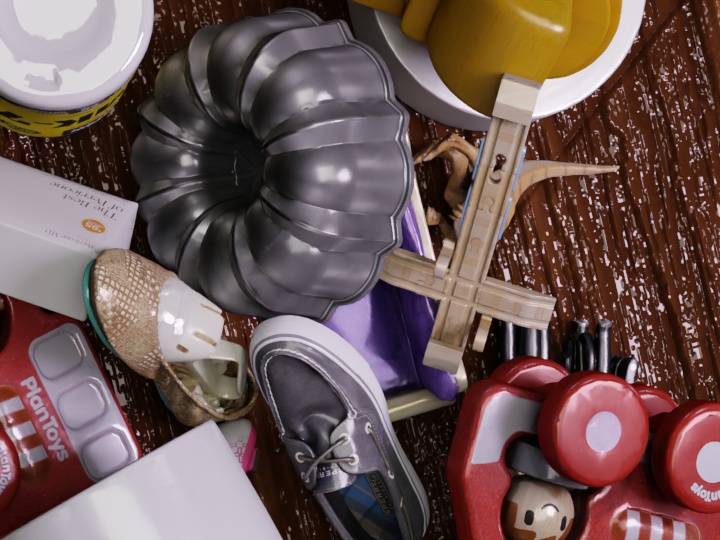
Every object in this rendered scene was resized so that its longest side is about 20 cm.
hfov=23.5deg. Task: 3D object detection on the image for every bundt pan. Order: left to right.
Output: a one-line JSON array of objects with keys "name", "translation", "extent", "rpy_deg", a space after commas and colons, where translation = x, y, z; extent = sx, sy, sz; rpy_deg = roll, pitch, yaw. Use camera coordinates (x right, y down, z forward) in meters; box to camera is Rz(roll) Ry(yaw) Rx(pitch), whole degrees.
[{"name": "bundt pan", "translation": [-0.067, -0.063, 1.076], "extent": [0.075, 0.200, 0.205], "rpy_deg": [-6, 89, -53]}]

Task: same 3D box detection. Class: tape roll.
[{"name": "tape roll", "translation": [0.093, -0.199, 1.181], "extent": [0.200, 0.071, 0.205], "rpy_deg": [0, 88, -12]}]

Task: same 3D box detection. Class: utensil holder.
[{"name": "utensil holder", "translation": [-0.107, 0.213, 1.008], "extent": [0.169, 0.170, 0.201], "rpy_deg": [-29, 87, -12]}]

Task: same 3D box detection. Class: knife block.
[{"name": "knife block", "translation": [0.117, 0.129, 1.180], "extent": [0.200, 0.064, 0.176], "rpy_deg": [-45, 97, -10]}]

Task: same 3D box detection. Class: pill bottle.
[{"name": "pill bottle", "translation": [-0.189, -0.142, 1.049], "extent": [0.113, 0.200, 0.116], "rpy_deg": [0, 88, -12]}]

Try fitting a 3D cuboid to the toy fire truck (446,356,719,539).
[{"name": "toy fire truck", "translation": [0.145, 0.151, 1.080], "extent": [0.198, 0.112, 0.170], "rpy_deg": [15, 88, -21]}]

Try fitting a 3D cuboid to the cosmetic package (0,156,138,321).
[{"name": "cosmetic package", "translation": [-0.244, -0.038, 1.065], "extent": [0.198, 0.083, 0.051], "rpy_deg": [19, 120, 3]}]

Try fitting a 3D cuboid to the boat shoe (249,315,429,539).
[{"name": "boat shoe", "translation": [-0.014, 0.119, 1.089], "extent": [0.069, 0.067, 0.201], "rpy_deg": [-14, 124, 17]}]

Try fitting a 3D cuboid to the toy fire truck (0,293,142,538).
[{"name": "toy fire truck", "translation": [-0.242, 0.070, 1.091], "extent": [0.167, 0.112, 0.202], "rpy_deg": [-27, 93, -38]}]

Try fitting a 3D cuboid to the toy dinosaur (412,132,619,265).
[{"name": "toy dinosaur", "translation": [0.086, -0.049, 1.172], "extent": [0.106, 0.060, 0.200], "rpy_deg": [50, 46, -8]}]

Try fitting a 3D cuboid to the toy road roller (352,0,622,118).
[{"name": "toy road roller", "translation": [0.063, -0.180, 1.047], "extent": [0.198, 0.123, 0.147], "rpy_deg": [18, 46, -9]}]

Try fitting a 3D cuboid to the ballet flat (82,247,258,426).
[{"name": "ballet flat", "translation": [-0.108, 0.041, 1.069], "extent": [0.064, 0.200, 0.071], "rpy_deg": [1, 68, 15]}]

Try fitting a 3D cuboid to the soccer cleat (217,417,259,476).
[{"name": "soccer cleat", "translation": [-0.137, 0.176, 1.117], "extent": [0.086, 0.070, 0.202], "rpy_deg": [28, 83, -11]}]

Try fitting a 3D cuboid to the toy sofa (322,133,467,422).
[{"name": "toy sofa", "translation": [0.000, 0.000, 1.141], "extent": [0.082, 0.098, 0.203], "rpy_deg": [-14, 92, -13]}]

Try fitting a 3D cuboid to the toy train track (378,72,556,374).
[{"name": "toy train track", "translation": [0.070, -0.020, 1.040], "extent": [0.113, 0.033, 0.202], "rpy_deg": [17, 119, 5]}]
